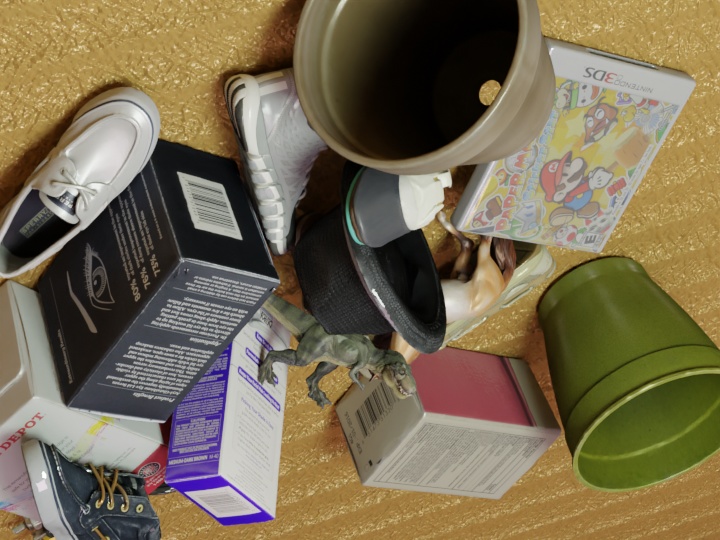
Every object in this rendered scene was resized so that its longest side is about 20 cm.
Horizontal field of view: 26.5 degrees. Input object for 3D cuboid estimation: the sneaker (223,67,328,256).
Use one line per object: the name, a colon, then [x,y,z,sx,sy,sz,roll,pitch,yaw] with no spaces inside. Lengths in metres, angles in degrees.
sneaker: [-0.044,-0.097,1.320,0.115,0.075,0.200,-19,141,-8]

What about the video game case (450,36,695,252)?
video game case: [0.200,-0.111,1.434,0.181,0.023,0.200,8,122,-33]

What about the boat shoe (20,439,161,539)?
boat shoe: [-0.235,0.195,1.345,0.091,0.071,0.201,-19,148,-7]

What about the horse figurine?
horse figurine: [0.077,0.010,1.464,0.199,0.133,0.050,-23,-175,-20]

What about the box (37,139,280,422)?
box: [-0.180,0.012,1.322,0.104,0.148,0.200,14,131,-38]

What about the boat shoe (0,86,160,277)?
boat shoe: [-0.235,-0.065,1.252,0.073,0.065,0.200,34,119,-16]

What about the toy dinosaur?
toy dinosaur: [-0.045,0.078,1.430,0.199,0.047,0.088,29,110,-2]

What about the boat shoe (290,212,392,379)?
boat shoe: [-0.031,0.028,1.474,0.075,0.075,0.203,-50,131,-33]

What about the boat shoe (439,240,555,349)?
boat shoe: [0.105,0.033,1.551,0.200,0.073,0.063,-37,136,6]

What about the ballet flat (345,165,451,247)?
ballet flat: [0.040,-0.070,1.277,0.073,0.073,0.200,-38,-176,19]

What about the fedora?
fedora: [0.000,0.000,1.347,0.091,0.201,0.201,-26,143,18]

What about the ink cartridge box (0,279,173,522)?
ink cartridge box: [-0.285,0.131,1.411,0.145,0.145,0.200,-39,140,19]

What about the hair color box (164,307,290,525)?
hair color box: [-0.122,0.125,1.435,0.065,0.201,0.109,-10,146,23]

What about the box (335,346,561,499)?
box: [0.095,0.164,1.668,0.199,0.109,0.128,12,131,-36]

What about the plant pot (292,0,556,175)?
plant pot: [0.073,-0.164,1.228,0.200,0.200,0.173,-38,156,19]

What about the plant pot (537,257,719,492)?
plant pot: [0.281,0.096,1.611,0.200,0.193,0.201,-13,141,-11]

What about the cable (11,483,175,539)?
cable: [-0.282,0.230,1.635,0.199,0.050,0.097,-27,127,-14]
